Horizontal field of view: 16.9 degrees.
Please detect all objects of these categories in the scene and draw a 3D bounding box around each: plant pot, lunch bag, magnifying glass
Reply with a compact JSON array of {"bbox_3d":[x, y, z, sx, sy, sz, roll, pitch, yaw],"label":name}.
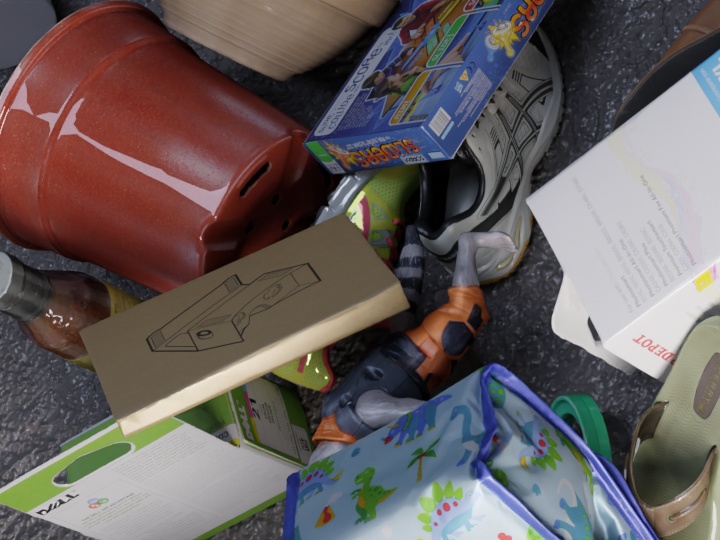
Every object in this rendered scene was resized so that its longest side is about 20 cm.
[{"bbox_3d":[-0.133,-0.067,1.747,0.195,0.201,0.201,28,89,31],"label":"plant pot"},{"bbox_3d":[0.075,0.175,1.460,0.170,0.200,0.127,-32,29,29],"label":"lunch bag"},{"bbox_3d":[0.146,0.177,1.538,0.080,0.022,0.200,130,133,-67],"label":"magnifying glass"},{"bbox_3d":[-0.080,-0.199,1.747,0.201,0.201,0.093,31,96,38],"label":"plant pot"}]

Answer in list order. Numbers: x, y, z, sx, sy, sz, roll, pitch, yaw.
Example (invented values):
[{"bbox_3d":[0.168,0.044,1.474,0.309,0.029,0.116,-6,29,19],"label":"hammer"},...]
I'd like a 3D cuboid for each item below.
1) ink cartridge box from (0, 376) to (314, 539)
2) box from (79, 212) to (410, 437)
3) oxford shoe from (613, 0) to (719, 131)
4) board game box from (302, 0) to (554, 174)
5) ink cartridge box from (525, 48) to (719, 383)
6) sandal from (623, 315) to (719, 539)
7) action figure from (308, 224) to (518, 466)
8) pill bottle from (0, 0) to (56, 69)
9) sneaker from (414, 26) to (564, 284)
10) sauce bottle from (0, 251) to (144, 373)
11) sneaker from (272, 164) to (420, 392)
[{"bbox_3d":[-0.146,0.120,1.666,0.148,0.200,0.076,-29,58,22],"label":"ink cartridge box"},{"bbox_3d":[-0.079,0.032,1.583,0.200,0.021,0.163,-24,22,-6],"label":"box"},{"bbox_3d":[0.245,-0.150,1.601,0.200,0.071,0.071,-43,25,15],"label":"oxford shoe"},{"bbox_3d":[0.058,-0.155,1.668,0.135,0.034,0.200,-3,47,53],"label":"board game box"},{"bbox_3d":[0.212,-0.024,1.521,0.200,0.129,0.125,-37,55,17],"label":"ink cartridge box"},{"bbox_3d":[0.191,0.119,1.492,0.080,0.057,0.201,32,121,36],"label":"sandal"},{"bbox_3d":[0.020,0.077,1.591,0.194,0.105,0.200,-56,6,-25],"label":"action figure"},{"bbox_3d":[-0.320,-0.264,1.991,0.112,0.112,0.200,-38,55,17],"label":"pill bottle"},{"bbox_3d":[0.084,-0.095,1.664,0.076,0.088,0.200,-5,68,35],"label":"sneaker"},{"bbox_3d":[-0.198,0.034,1.736,0.066,0.200,0.066,-14,63,29],"label":"sauce bottle"},{"bbox_3d":[0.000,0.000,1.703,0.090,0.078,0.200,35,87,12],"label":"sneaker"}]
